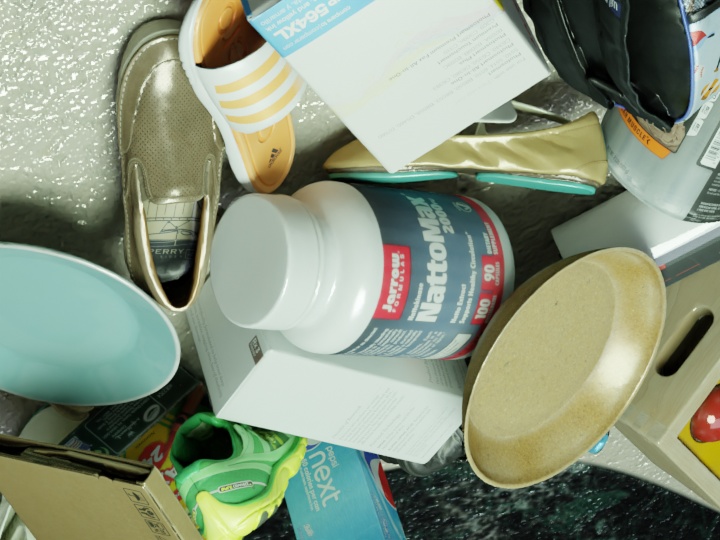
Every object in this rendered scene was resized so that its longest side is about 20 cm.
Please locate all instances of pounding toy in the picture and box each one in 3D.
[{"bbox_3d":[0.299,0.070,1.623,0.201,0.142,0.184,-52,136,-3],"label":"pounding toy"}]

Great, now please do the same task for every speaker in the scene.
[{"bbox_3d":[0.245,-0.040,1.556,0.199,0.082,0.081,-27,139,8],"label":"speaker"}]

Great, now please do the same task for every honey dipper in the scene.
[{"bbox_3d":[-0.157,0.032,1.509,0.038,0.038,0.200,25,118,-39],"label":"honey dipper"}]

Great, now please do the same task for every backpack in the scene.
[{"bbox_3d":[0.175,-0.194,1.275,0.153,0.200,0.192,-26,128,-20],"label":"backpack"}]

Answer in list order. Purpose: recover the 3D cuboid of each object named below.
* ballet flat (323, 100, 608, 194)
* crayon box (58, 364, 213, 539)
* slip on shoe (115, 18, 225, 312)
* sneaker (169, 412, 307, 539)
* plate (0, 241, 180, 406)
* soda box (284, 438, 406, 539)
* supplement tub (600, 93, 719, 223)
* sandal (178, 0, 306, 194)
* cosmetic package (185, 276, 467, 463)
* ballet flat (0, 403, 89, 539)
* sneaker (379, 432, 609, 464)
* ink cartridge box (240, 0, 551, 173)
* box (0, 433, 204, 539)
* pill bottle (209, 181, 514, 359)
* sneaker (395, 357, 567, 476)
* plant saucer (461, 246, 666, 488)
[{"bbox_3d":[0.074,-0.089,1.446,0.198,0.064,0.069,3,178,-1],"label":"ballet flat"},{"bbox_3d":[-0.160,0.173,1.606,0.127,0.051,0.201,-42,145,-21],"label":"crayon box"},{"bbox_3d":[-0.125,-0.066,1.370,0.075,0.061,0.202,-2,122,-19],"label":"slip on shoe"},{"bbox_3d":[-0.090,0.130,1.508,0.074,0.200,0.084,-37,100,12],"label":"sneaker"},{"bbox_3d":[-0.220,0.032,1.446,0.198,0.026,0.201,8,146,5],"label":"plate"},{"bbox_3d":[-0.018,0.166,1.579,0.067,0.201,0.064,-28,139,10],"label":"soda box"},{"bbox_3d":[0.252,-0.141,1.415,0.121,0.123,0.201,3,133,-24],"label":"supplement tub"},{"bbox_3d":[-0.058,-0.118,1.344,0.080,0.059,0.207,-59,153,-23],"label":"sandal"},{"bbox_3d":[-0.020,0.063,1.536,0.199,0.113,0.081,16,128,-32],"label":"cosmetic package"},{"bbox_3d":[-0.250,0.188,1.612,0.069,0.070,0.201,8,132,-28],"label":"ballet flat"},{"bbox_3d":[0.105,0.125,1.676,0.198,0.082,0.074,-15,142,-4],"label":"sneaker"},{"bbox_3d":[0.018,-0.170,1.285,0.125,0.129,0.200,-31,138,13],"label":"ink cartridge box"},{"bbox_3d":[-0.177,0.195,1.502,0.162,0.021,0.201,8,143,32],"label":"box"},{"bbox_3d":[0.000,0.000,1.444,0.199,0.120,0.120,4,135,-41],"label":"pill bottle"},{"bbox_3d":[0.121,0.096,1.602,0.200,0.104,0.060,-43,122,-11],"label":"sneaker"},{"bbox_3d":[0.139,0.064,1.497,0.199,0.035,0.202,-27,136,-30],"label":"plant saucer"}]
